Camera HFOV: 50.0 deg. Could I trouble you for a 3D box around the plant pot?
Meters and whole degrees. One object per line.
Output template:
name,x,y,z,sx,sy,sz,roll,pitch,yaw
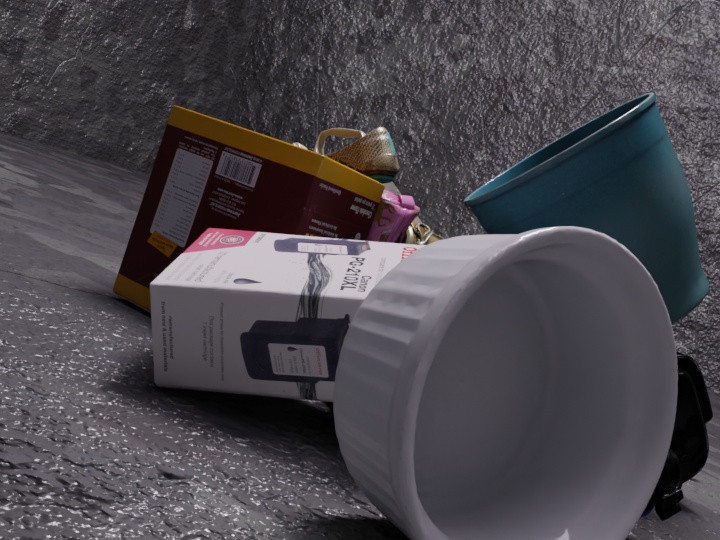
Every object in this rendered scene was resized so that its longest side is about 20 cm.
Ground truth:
plant pot,0.229,-0.035,0.743,0.190,0.198,0.200,61,2,-4

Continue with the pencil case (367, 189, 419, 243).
pencil case,0.000,0.000,0.902,0.086,0.203,0.083,21,5,13

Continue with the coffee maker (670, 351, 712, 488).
coffee maker,0.265,0.118,0.839,0.192,0.135,0.200,47,0,-11

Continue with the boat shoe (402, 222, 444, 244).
boat shoe,0.035,-0.038,0.978,0.198,0.074,0.063,17,-24,-12

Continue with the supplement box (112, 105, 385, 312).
supplement box,-0.113,-0.032,0.791,0.195,0.203,0.132,22,4,28

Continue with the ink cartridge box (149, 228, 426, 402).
ink cartridge box,-0.042,0.031,0.598,0.197,0.086,0.145,4,19,5

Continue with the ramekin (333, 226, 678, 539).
ramekin,0.080,0.074,0.445,0.198,0.203,0.097,17,-3,-31

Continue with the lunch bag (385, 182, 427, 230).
lunch bag,-0.013,-0.025,1.057,0.165,0.200,0.117,52,-36,-5

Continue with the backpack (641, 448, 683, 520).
backpack,0.157,0.086,0.627,0.198,0.193,0.154,18,-9,-18

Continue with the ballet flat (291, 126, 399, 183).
ballet flat,-0.044,-0.118,0.878,0.198,0.077,0.067,-13,-9,33
